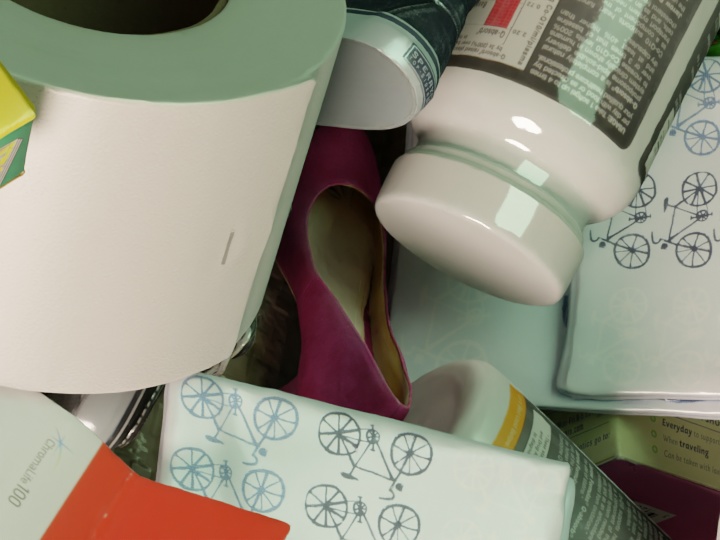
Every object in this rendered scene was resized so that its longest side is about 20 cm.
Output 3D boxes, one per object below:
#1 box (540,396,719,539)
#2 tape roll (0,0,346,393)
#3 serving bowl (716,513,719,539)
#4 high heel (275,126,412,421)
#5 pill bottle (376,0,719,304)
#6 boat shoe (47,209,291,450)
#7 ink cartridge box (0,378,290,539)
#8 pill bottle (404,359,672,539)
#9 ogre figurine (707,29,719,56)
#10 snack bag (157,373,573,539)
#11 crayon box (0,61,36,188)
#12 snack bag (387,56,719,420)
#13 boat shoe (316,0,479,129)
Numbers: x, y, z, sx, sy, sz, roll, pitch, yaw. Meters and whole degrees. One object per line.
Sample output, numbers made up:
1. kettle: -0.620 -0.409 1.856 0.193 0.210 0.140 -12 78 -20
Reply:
1. box: 0.156 0.039 1.219 0.175 0.097 0.201 20 58 -35
2. tape roll: -0.118 -0.067 0.933 0.202 0.140 0.203 13 36 -9
3. serving bowl: 0.223 0.127 1.081 0.200 0.066 0.201 -23 116 -60
4. high heel: 0.000 0.000 1.096 0.067 0.096 0.201 33 51 -25
5. pill bottle: 0.092 -0.094 1.090 0.116 0.116 0.201 35 73 -24
6. boat shoe: -0.074 0.013 1.038 0.071 0.072 0.200 38 46 -16
7. ink cartridge box: -0.147 0.106 0.860 0.057 0.199 0.163 84 26 -42
8. pill bottle: 0.083 0.144 1.084 0.200 0.116 0.117 44 46 -16
9. ogre figurine: 0.243 -0.085 1.335 0.098 0.200 0.120 -38 116 -23
10. snack bag: -0.006 0.154 0.943 0.188 0.021 0.201 16 69 -19
11. crayon box: -0.235 -0.057 0.760 0.200 0.058 0.173 -35 83 -22
12. snack bag: 0.106 -0.020 1.138 0.021 0.199 0.189 62 33 -61
13. boat shoe: -0.040 -0.114 1.057 0.091 0.199 0.071 -57 143 -36
